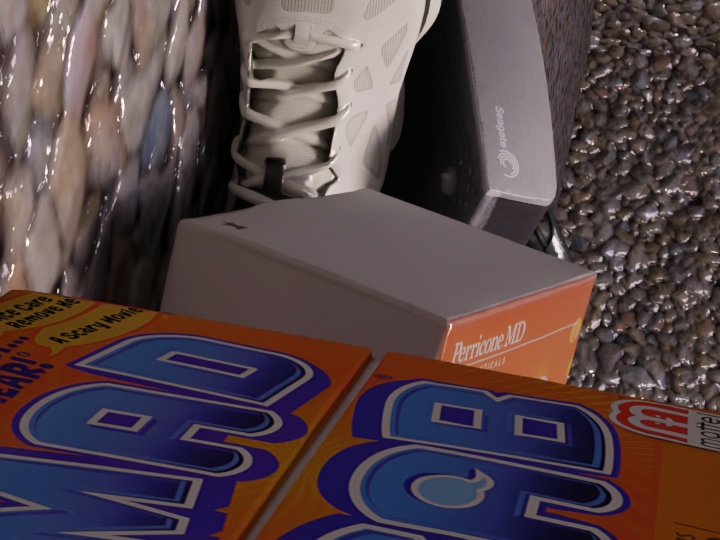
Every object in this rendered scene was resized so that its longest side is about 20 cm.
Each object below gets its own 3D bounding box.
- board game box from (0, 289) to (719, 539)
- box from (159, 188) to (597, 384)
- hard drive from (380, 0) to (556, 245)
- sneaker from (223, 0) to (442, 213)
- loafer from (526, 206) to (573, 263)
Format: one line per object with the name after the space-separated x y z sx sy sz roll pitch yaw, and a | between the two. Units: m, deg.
-0.025 0.136 0.401 0.200 0.198 0.202 -48 147 -75 | board game box
-0.010 0.086 0.626 0.124 0.097 0.202 -14 121 -61 | box
0.032 -0.074 0.793 0.135 0.042 0.201 116 -28 -49 | hard drive
-0.016 -0.049 0.678 0.201 0.075 0.116 89 11 -62 | sneaker
0.029 -0.051 0.895 0.073 0.072 0.201 64 -2 -40 | loafer
